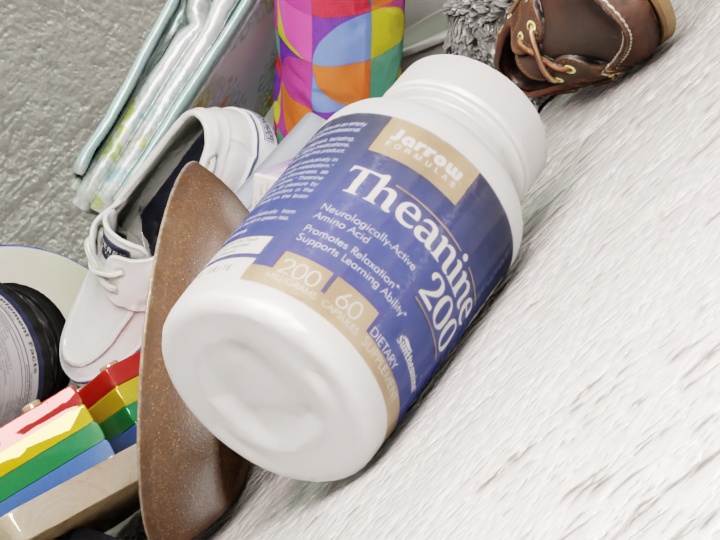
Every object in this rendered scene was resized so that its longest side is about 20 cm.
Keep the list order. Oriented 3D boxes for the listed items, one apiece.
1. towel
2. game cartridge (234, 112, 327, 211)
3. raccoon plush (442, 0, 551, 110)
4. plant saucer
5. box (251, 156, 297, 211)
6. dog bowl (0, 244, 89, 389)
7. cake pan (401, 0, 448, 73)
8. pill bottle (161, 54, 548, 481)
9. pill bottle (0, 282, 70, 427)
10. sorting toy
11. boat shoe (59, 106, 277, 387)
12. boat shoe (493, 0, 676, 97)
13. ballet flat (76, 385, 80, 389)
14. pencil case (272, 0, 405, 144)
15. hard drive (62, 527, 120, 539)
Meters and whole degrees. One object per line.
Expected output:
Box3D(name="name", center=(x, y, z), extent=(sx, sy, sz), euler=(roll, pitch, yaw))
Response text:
Box3D(name="towel", center=(-0.100, -0.109, 1.670), extent=(0.200, 0.048, 0.171), euler=(-57, -12, -2))
Box3D(name="game cartridge", center=(-0.049, -0.009, 1.587), extent=(0.133, 0.040, 0.200), euler=(-45, -16, -19))
Box3D(name="raccoon plush", center=(0.052, -0.144, 1.611), extent=(0.200, 0.134, 0.097), euler=(-43, 9, 25))
Box3D(name="plant saucer", center=(-0.076, 0.046, 1.378), extent=(0.200, 0.037, 0.200), euler=(4, -90, -84))
Box3D(name="box", center=(0.013, -0.050, 1.421), extent=(0.200, 0.039, 0.041), euler=(-23, -57, -55))
Box3D(name="dog bowl", center=(-0.233, 0.085, 1.755), extent=(0.200, 0.200, 0.079), euler=(-49, 10, -19))
Box3D(name="cake pan", center=(0.062, -0.167, 1.768), extent=(0.200, 0.037, 0.200), euler=(-24, 19, 9))
Box3D(name="pill bottle", center=(0.006, -0.008, 1.242), extent=(0.111, 0.111, 0.200), euler=(-37, 12, 52))
Box3D(name="pill bottle", center=(-0.248, 0.061, 1.580), extent=(0.112, 0.112, 0.200), euler=(-44, -9, 20))
Box3D(name="sorting toy", center=(-0.177, 0.118, 1.532), extent=(0.199, 0.070, 0.200), euler=(-27, -7, -42))
Box3D(name="boat shoe", center=(-0.128, -0.016, 1.573), extent=(0.065, 0.074, 0.200), euler=(10, -62, -50))
Box3D(name="boat shoe", center=(0.113, -0.124, 1.430), extent=(0.070, 0.070, 0.200), euler=(-40, -2, -5))
Box3D(name="ballet flat", center=(-0.103, 0.056, 1.707), extent=(0.200, 0.064, 0.067), euler=(-16, -65, -61))
Box3D(name="pencil case", center=(-0.013, -0.143, 1.617), extent=(0.088, 0.088, 0.200), euler=(-54, -25, -46))
Box3D(name="hard drive", center=(-0.208, 0.226, 1.466), extent=(0.135, 0.042, 0.200), euler=(-38, 11, 48))
